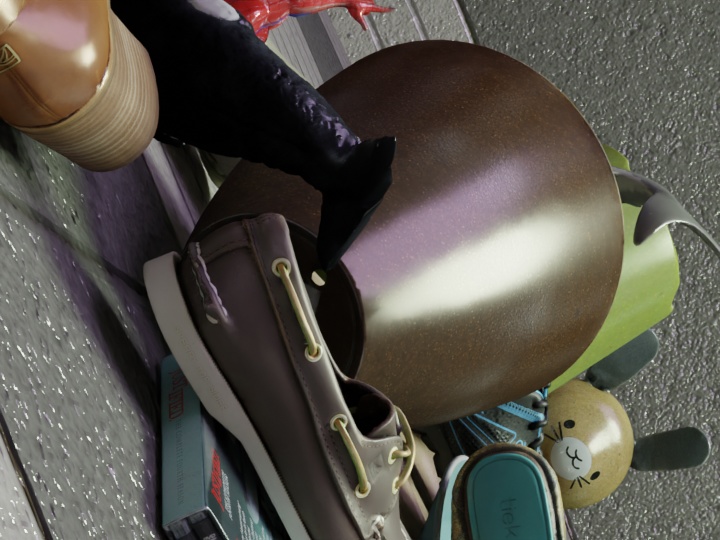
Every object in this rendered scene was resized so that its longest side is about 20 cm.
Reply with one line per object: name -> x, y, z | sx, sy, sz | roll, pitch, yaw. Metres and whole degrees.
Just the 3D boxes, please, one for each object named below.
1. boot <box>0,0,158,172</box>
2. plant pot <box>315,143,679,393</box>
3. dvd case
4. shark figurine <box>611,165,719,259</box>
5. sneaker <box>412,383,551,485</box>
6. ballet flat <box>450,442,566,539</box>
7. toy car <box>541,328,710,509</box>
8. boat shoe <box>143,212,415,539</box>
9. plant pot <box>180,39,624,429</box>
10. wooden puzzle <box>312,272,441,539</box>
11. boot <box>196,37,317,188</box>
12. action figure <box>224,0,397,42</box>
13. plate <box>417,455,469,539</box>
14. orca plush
boot -> -0.140, -0.144, 0.780 | 0.200, 0.074, 0.155 | 64, 9, 29
plant pot -> 0.091, 0.007, 1.350 | 0.200, 0.190, 0.200 | 55, -21, 33
dvd case -> -0.024, 0.139, 0.839 | 0.146, 0.022, 0.200 | -104, 168, -67
shark figurine -> 0.101, -0.016, 1.125 | 0.090, 0.214, 0.128 | 53, 37, -36
sneaker -> 0.079, 0.100, 1.198 | 0.200, 0.082, 0.073 | 60, 10, -19
ballet flat -> 0.078, 0.183, 1.024 | 0.071, 0.071, 0.200 | 46, 37, -74
toy car -> 0.138, 0.129, 1.496 | 0.164, 0.200, 0.158 | 63, 5, -7
boat shoe -> -0.014, 0.065, 0.848 | 0.200, 0.060, 0.072 | 60, 6, -26
plant pot -> 0.000, 0.000, 0.975 | 0.187, 0.187, 0.200 | 64, 29, -1
wooden puzzle -> -0.005, 0.087, 1.179 | 0.185, 0.046, 0.200 | 66, 10, 18
boot -> -0.051, -0.091, 1.137 | 0.200, 0.072, 0.155 | 27, -24, 48
action figure -> -0.058, -0.159, 1.071 | 0.065, 0.099, 0.200 | -54, -130, 48
plate -> 0.054, 0.195, 1.095 | 0.200, 0.026, 0.200 | -8, 90, -76
orca plush -> -0.084, -0.067, 0.856 | 0.200, 0.071, 0.105 | 45, -37, 14
